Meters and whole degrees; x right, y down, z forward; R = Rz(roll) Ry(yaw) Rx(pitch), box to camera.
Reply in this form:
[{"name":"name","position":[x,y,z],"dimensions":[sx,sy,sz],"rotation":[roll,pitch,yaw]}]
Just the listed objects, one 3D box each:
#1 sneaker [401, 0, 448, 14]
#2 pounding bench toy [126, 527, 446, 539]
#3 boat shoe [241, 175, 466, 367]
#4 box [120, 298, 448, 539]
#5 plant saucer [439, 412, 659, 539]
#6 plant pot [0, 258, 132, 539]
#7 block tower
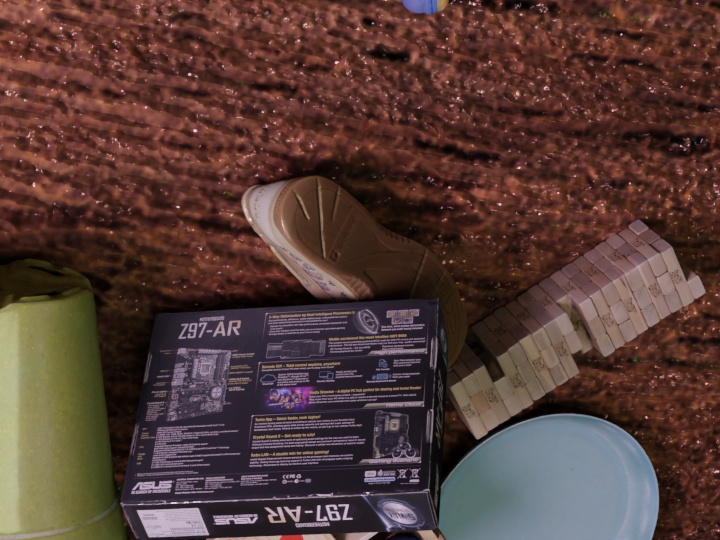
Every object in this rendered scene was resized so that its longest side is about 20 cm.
[{"name":"sneaker","position":[-0.006,-0.247,1.160],"dimensions":[0.088,0.075,0.200],"rotation":[-22,112,4]},{"name":"pounding bench toy","position":[-0.059,0.195,1.301],"dimensions":[0.200,0.124,0.156],"rotation":[-36,120,-1]},{"name":"boat shoe","position":[0.000,0.000,1.279],"dimensions":[0.200,0.063,0.073],"rotation":[46,67,-32]},{"name":"box","position":[-0.046,0.096,1.201],"dimensions":[0.199,0.160,0.044],"rotation":[-4,137,9]},{"name":"plant saucer","position":[0.136,0.195,1.428],"dimensions":[0.200,0.027,0.201],"rotation":[-8,116,-17]},{"name":"plant pot","position":[-0.236,0.095,1.166],"dimensions":[0.200,0.200,0.190],"rotation":[-1,104,-20]},{"name":"block tower","position":[0.150,0.039,1.346],"dimensions":[0.200,0.054,0.058],"rotation":[-31,120,-5]}]
